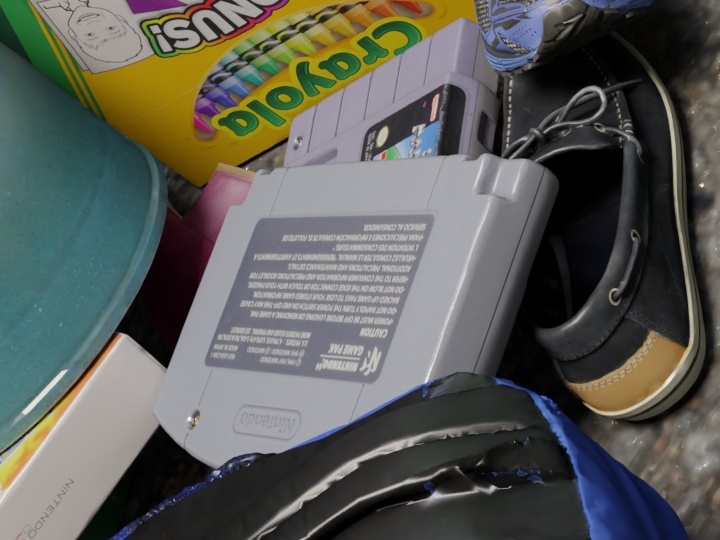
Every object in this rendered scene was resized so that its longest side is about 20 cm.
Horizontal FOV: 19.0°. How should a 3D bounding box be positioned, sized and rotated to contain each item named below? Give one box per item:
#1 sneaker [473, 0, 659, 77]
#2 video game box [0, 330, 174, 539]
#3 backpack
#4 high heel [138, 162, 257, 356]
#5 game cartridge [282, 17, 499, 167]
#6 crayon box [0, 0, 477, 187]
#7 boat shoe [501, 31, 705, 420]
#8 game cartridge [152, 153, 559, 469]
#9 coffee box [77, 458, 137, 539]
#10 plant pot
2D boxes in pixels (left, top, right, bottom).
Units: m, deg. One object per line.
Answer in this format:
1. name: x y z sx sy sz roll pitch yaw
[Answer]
1. sneaker: 0.066 -0.144 0.871 0.075 0.078 0.200 -27 29 11
2. video game box: -0.188 0.106 0.943 0.182 0.047 0.200 11 61 54
3. backpack: 0.017 0.132 0.684 0.200 0.168 0.163 -33 50 21
4. high heel: -0.120 -0.009 1.028 0.200 0.067 0.096 15 65 39
5. game cartridge: 0.000 0.000 0.899 0.130 0.038 0.200 -32 41 50
6. crayon box: -0.061 -0.138 0.968 0.200 0.172 0.058 -26 43 34
7. boat shoe: 0.083 -0.033 0.825 0.075 0.062 0.200 -35 40 28
8. game cartridge: -0.009 0.023 0.825 0.200 0.041 0.133 2 72 59
9. coffee box: -0.172 0.162 0.944 0.123 0.044 0.200 -28 33 34
10. plant pot: -0.218 -0.036 0.919 0.200 0.188 0.200 -31 33 23
